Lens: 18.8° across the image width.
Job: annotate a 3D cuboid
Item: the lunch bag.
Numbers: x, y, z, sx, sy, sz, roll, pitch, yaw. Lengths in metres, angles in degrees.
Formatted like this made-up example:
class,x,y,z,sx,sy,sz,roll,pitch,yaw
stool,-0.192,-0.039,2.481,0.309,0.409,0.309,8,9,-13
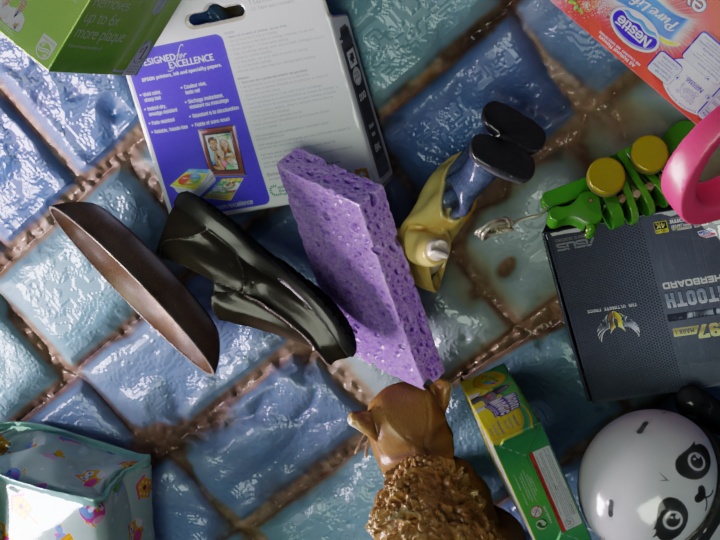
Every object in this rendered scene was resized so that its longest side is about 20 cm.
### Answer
class,x,y,z,sx,sy,sz,roll,pitch,yaw
lunch bag,-0.295,0.238,2.009,0.199,0.122,0.171,11,118,23

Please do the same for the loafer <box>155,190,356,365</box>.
class,x,y,z,sx,sy,sz,roll,pitch,yaw
loafer,-0.089,0.018,1.813,0.200,0.073,0.071,39,93,12

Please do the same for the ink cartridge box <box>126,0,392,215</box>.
class,x,y,z,sx,sy,sz,roll,pitch,yaw
ink cartridge box,-0.093,-0.149,1.813,0.197,0.043,0.201,-8,112,22

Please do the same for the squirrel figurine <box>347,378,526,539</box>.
class,x,y,z,sx,sy,sz,roll,pitch,yaw
squirrel figurine,0.063,0.188,1.823,0.141,0.200,0.188,-15,98,-3

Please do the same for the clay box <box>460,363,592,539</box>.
class,x,y,z,sx,sy,sz,roll,pitch,yaw
clay box,0.133,0.152,1.797,0.047,0.200,0.115,-24,105,1

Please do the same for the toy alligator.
class,x,y,z,sx,sy,sz,roll,pitch,yaw
toy alligator,0.188,-0.053,1.708,0.199,0.059,0.054,-28,78,-9

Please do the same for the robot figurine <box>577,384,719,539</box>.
class,x,y,z,sx,sy,sz,roll,pitch,yaw
robot figurine,0.259,0.188,1.758,0.125,0.151,0.200,-32,142,20

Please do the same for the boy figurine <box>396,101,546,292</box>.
class,x,y,z,sx,sy,sz,roll,pitch,yaw
boy figurine,0.073,-0.045,1.762,0.064,0.125,0.200,27,137,-7

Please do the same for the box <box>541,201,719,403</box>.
class,x,y,z,sx,sy,sz,roll,pitch,yaw
box,0.262,0.016,1.760,0.199,0.051,0.158,-9,110,22

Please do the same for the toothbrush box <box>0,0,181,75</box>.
class,x,y,z,sx,sy,sz,roll,pitch,yaw
toothbrush box,-0.189,-0.258,1.710,0.086,0.146,0.200,37,105,16

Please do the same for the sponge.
class,x,y,z,sx,sy,sz,roll,pitch,yaw
sponge,0.000,0.000,1.795,0.111,0.030,0.201,25,144,44

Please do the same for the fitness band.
class,x,y,z,sx,sy,sz,roll,pitch,yaw
fitness band,0.310,-0.101,1.618,0.038,0.199,0.144,56,151,22

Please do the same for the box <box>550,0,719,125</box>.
class,x,y,z,sx,sy,sz,roll,pitch,yaw
box,0.241,-0.201,1.647,0.200,0.096,0.100,40,119,-1

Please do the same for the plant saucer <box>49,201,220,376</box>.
class,x,y,z,sx,sy,sz,roll,pitch,yaw
plant saucer,-0.185,0.009,1.855,0.032,0.200,0.200,-44,95,-11
